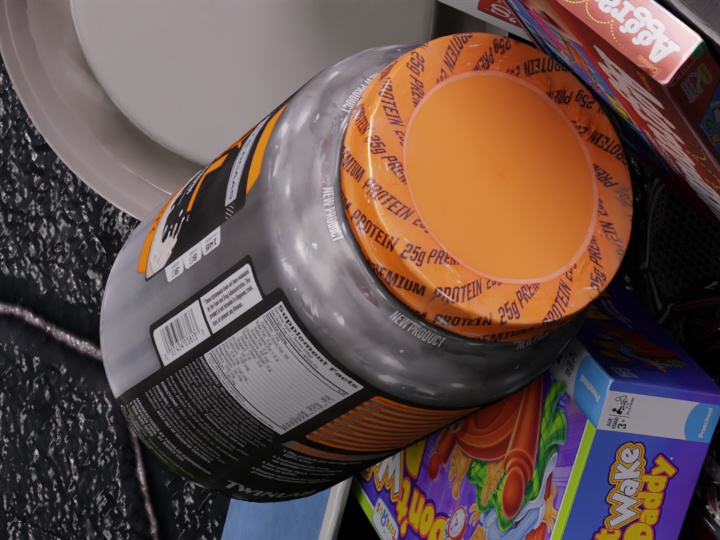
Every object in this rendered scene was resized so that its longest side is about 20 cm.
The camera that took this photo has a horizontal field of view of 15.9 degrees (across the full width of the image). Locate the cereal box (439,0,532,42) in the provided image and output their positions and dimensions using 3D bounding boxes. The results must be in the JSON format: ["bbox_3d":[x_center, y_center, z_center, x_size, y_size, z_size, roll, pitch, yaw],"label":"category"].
[{"bbox_3d":[0.037,-0.132,0.809,0.200,0.143,0.040,111,-177,-76],"label":"cereal box"}]

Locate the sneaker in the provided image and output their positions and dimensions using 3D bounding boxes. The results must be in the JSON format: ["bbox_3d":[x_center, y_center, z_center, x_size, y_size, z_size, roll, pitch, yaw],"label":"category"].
[{"bbox_3d":[0.132,0.055,0.896,0.080,0.074,0.201,-14,81,46],"label":"sneaker"}]

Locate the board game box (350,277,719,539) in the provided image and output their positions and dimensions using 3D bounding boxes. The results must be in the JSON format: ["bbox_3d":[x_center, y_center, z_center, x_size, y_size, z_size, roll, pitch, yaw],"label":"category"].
[{"bbox_3d":[0.055,0.060,0.938,0.200,0.045,0.135,-127,49,-61],"label":"board game box"}]

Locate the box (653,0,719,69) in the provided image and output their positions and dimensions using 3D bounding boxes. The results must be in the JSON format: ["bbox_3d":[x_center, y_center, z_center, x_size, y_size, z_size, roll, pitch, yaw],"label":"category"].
[{"bbox_3d":[0.172,-0.024,0.751,0.200,0.158,0.048,44,92,10],"label":"box"}]

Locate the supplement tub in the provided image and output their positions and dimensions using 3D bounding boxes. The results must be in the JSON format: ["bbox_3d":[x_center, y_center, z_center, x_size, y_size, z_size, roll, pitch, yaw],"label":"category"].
[{"bbox_3d":[0.000,0.000,0.870,0.200,0.122,0.123,-33,69,57],"label":"supplement tub"}]

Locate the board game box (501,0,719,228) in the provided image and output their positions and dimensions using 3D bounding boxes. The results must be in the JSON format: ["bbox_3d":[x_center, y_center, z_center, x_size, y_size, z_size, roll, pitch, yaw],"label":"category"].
[{"bbox_3d":[0.088,-0.056,0.801,0.103,0.200,0.019,41,90,28],"label":"board game box"}]

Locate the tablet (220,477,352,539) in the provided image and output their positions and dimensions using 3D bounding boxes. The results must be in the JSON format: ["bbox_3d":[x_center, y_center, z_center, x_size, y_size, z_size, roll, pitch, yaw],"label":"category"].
[{"bbox_3d":[-0.022,0.066,1.057,0.130,0.014,0.201,-129,50,-66],"label":"tablet"}]

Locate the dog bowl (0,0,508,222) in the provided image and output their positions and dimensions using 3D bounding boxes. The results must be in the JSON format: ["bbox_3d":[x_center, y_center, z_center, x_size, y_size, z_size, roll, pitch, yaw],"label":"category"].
[{"bbox_3d":[-0.037,-0.110,0.977,0.199,0.059,0.201,4,113,10],"label":"dog bowl"}]
